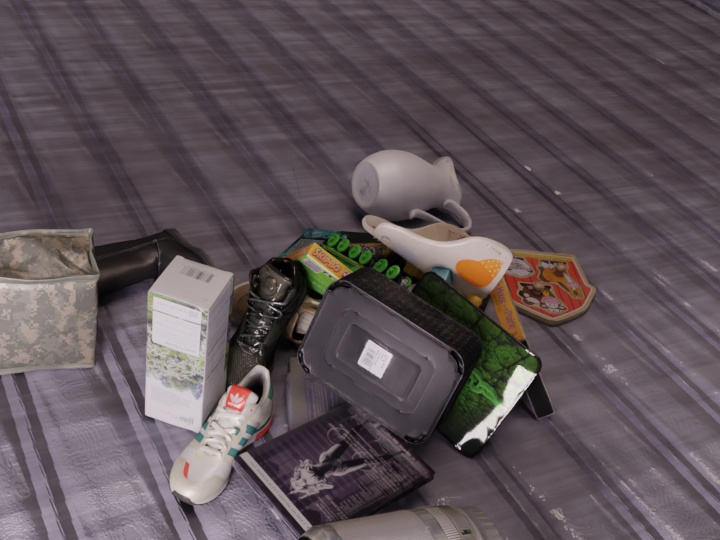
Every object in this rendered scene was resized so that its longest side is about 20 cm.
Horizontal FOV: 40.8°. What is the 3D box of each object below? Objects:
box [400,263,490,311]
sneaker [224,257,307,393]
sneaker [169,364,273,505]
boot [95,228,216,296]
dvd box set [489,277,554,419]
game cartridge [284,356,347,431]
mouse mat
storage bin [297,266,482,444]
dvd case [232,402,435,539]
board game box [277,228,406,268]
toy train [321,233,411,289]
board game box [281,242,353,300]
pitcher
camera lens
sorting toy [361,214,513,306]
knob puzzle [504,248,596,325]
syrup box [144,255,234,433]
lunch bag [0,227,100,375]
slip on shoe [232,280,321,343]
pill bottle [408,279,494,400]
[{"bbox_3d":[0.100,0.027,1.508,0.197,0.050,0.160,18,32,12],"label":"box"},{"bbox_3d":[-0.134,0.066,1.275,0.075,0.115,0.201,23,66,14],"label":"sneaker"},{"bbox_3d":[-0.163,0.187,1.152,0.069,0.095,0.200,21,34,16],"label":"sneaker"},{"bbox_3d":[-0.326,0.007,1.394,0.198,0.067,0.164,-14,32,-37],"label":"boot"},{"bbox_3d":[0.219,0.090,1.370,0.029,0.148,0.201,-21,35,8],"label":"dvd box set"},{"bbox_3d":[-0.031,0.189,1.245,0.127,0.039,0.201,1,35,-8],"label":"game cartridge"},{"bbox_3d":[0.117,0.121,1.261,0.199,0.162,0.008,39,11,19],"label":"mouse mat"},{"bbox_3d":[0.037,0.103,1.218,0.198,0.137,0.094,32,21,13],"label":"storage bin"},{"bbox_3d":[-0.029,0.234,1.138,0.198,0.016,0.148,-20,47,-38],"label":"dvd case"},{"bbox_3d":[-0.027,-0.019,1.494,0.197,0.029,0.135,5,31,29],"label":"board game box"},{"bbox_3d":[0.000,0.000,1.373,0.057,0.042,0.199,-52,37,-7],"label":"toy train"},{"bbox_3d":[-0.060,0.010,1.366,0.095,0.200,0.030,37,72,-12],"label":"board game box"},{"bbox_3d":[0.095,-0.130,1.693,0.198,0.122,0.173,-2,49,-38],"label":"pitcher"},{"bbox_3d":[0.035,0.321,0.951,0.197,0.162,0.161,-4,36,-22],"label":"camera lens"},{"bbox_3d":[0.090,-0.030,1.369,0.178,0.108,0.200,27,3,-14],"label":"sorting toy"},{"bbox_3d":[0.298,0.018,1.596,0.215,0.031,0.221,8,34,-5],"label":"knob puzzle"},{"bbox_3d":[-0.209,0.093,1.179,0.077,0.202,0.082,16,37,9],"label":"syrup box"},{"bbox_3d":[-0.436,0.040,1.225,0.197,0.166,0.118,-3,41,-22],"label":"lunch bag"},{"bbox_3d":[-0.097,0.069,1.366,0.197,0.077,0.061,19,18,-1],"label":"slip on shoe"},{"bbox_3d":[0.110,0.106,1.335,0.111,0.114,0.199,-23,46,-41],"label":"pill bottle"}]
